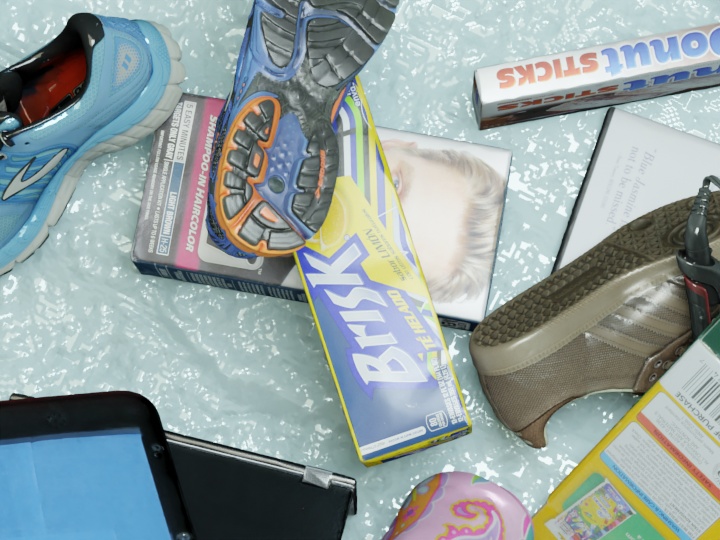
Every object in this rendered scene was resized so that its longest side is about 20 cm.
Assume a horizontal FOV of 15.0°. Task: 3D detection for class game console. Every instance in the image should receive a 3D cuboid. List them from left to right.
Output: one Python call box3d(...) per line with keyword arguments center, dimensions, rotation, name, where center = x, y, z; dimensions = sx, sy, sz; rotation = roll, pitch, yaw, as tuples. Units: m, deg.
box3d(center=(-0.160, 0.111, 1.297), dimensions=(0.118, 0.173, 0.201), rotation=(-25, 50, 4), name="game console")

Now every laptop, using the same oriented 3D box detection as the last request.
box3d(center=(-0.105, 0.144, 1.426), dimensions=(0.186, 0.200, 0.117), rotation=(14, 80, 3), name="laptop")

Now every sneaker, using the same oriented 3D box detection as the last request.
box3d(center=(-0.192, -0.074, 1.495), dimensions=(0.200, 0.090, 0.079), rotation=(-44, 59, 14), name="sneaker")
box3d(center=(-0.040, -0.094, 1.394), dimensions=(0.075, 0.078, 0.201), rotation=(27, 66, -16), name="sneaker")
box3d(center=(0.153, 0.024, 1.500), dimensions=(0.199, 0.070, 0.076), rotation=(-27, 115, -10), name="sneaker")

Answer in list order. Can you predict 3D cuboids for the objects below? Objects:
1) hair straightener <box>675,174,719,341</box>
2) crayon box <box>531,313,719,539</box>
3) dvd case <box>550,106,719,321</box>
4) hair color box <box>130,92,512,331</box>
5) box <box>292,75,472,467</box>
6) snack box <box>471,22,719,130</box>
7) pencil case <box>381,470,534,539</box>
box3d(center=(0.214, 0.037, 1.471), dimensions=(0.076, 0.041, 0.201), rotation=(-13, 115, 0), name="hair straightener")
box3d(center=(0.185, 0.121, 1.461), dimensions=(0.126, 0.200, 0.052), rotation=(44, 46, 6), name="crayon box")
box3d(center=(0.210, 0.007, 1.534), dimensions=(0.199, 0.018, 0.144), rotation=(20, 82, 3), name="dvd case")
box3d(center=(-0.021, -0.033, 1.522), dimensions=(0.198, 0.061, 0.101), rotation=(10, 83, 2), name="hair color box")
box3d(center=(0.000, 0.000, 1.452), dimensions=(0.064, 0.070, 0.201), rotation=(-19, 83, 1), name="box")
box3d(center=(0.161, -0.113, 1.524), dimensions=(0.198, 0.072, 0.025), rotation=(-10, 80, 0), name="snack box")
box3d(center=(0.017, 0.194, 1.437), dimensions=(0.087, 0.088, 0.200), rotation=(36, 50, 5), name="pencil case")
